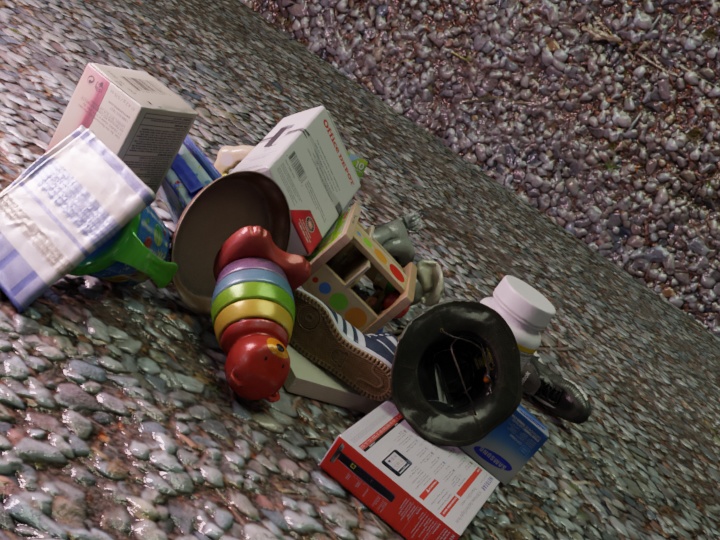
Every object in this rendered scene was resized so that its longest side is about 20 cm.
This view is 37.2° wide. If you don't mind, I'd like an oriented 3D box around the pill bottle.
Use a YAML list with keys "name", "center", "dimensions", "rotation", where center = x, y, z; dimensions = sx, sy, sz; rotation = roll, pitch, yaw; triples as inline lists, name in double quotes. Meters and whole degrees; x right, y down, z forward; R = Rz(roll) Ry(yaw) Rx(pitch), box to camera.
- name: "pill bottle"
  center: [0.205, 0.115, 1.642]
  dimensions: [0.114, 0.201, 0.114]
  rotation: [30, 17, -10]

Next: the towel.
- name: "towel"
  center: [-0.341, -0.062, 1.197]
  dimensions: [0.147, 0.200, 0.024]
  rotation: [40, -16, 24]

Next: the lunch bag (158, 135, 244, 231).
- name: "lunch bag"
  center: [-0.221, -0.089, 1.504]
  dimensions: [0.200, 0.082, 0.161]
  rotation: [48, -16, 39]

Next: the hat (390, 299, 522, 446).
- name: "hat"
  center: [0.113, 0.136, 1.405]
  dimensions: [0.199, 0.202, 0.081]
  rotation: [28, -20, -19]

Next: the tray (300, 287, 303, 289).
- name: "tray"
  center: [-0.091, 0.025, 1.612]
  dimensions: [0.107, 0.022, 0.201]
  rotation: [23, 30, -30]

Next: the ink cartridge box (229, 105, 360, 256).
- name: "ink cartridge box"
  center: [-0.094, -0.129, 1.568]
  dimensions: [0.145, 0.083, 0.200]
  rotation: [65, 35, -23]

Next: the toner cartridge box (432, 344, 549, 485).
- name: "toner cartridge box"
  center: [0.156, 0.195, 1.482]
  dimensions: [0.200, 0.095, 0.043]
  rotation: [40, 13, -3]

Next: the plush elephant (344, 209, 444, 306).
- name: "plush elephant"
  center: [0.047, 0.003, 1.781]
  dimensions: [0.199, 0.164, 0.156]
  rotation: [-23, 94, -32]

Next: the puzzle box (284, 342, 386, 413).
- name: "puzzle box"
  center: [-0.037, 0.137, 1.449]
  dimensions: [0.199, 0.026, 0.133]
  rotation: [21, 21, -35]

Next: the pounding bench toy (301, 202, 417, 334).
- name: "pounding bench toy"
  center: [0.000, 0.000, 1.597]
  dimensions: [0.156, 0.124, 0.200]
  rotation: [45, 21, -13]

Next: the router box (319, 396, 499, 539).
- name: "router box"
  center: [0.065, 0.247, 1.299]
  dimensions: [0.179, 0.049, 0.200]
  rotation: [38, 18, 13]

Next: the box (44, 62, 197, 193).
- name: "box"
  center: [-0.327, -0.156, 1.410]
  dimensions: [0.109, 0.201, 0.128]
  rotation: [38, 18, 18]

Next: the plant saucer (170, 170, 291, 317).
- name: "plant saucer"
  center: [-0.173, -0.037, 1.397]
  dimensions: [0.032, 0.202, 0.199]
  rotation: [25, 8, 40]

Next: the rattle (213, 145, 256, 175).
- name: "rattle"
  center: [-0.156, -0.118, 1.715]
  dimensions: [0.199, 0.131, 0.143]
  rotation: [25, 9, 0]

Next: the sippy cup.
- name: "sippy cup"
  center: [-0.299, -0.044, 1.286]
  dimensions: [0.130, 0.139, 0.179]
  rotation: [43, 28, -63]

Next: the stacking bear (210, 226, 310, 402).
- name: "stacking bear"
  center: [-0.128, 0.067, 1.307]
  dimensions: [0.121, 0.113, 0.201]
  rotation: [36, 32, -36]

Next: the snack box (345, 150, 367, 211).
- name: "snack box"
  center: [-0.092, -0.112, 1.705]
  dimensions: [0.141, 0.201, 0.053]
  rotation: [23, 1, -31]

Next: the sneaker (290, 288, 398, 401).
- name: "sneaker"
  center: [-0.021, 0.092, 1.437]
  dimensions: [0.200, 0.070, 0.108]
  rotation: [40, 19, 9]

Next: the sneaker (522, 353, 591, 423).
- name: "sneaker"
  center: [0.310, 0.197, 1.845]
  dimensions: [0.090, 0.067, 0.200]
  rotation: [11, 25, -45]

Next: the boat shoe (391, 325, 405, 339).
- name: "boat shoe"
  center: [0.078, 0.112, 1.640]
  dimensions: [0.072, 0.076, 0.200]
  rotation: [34, 16, 7]
